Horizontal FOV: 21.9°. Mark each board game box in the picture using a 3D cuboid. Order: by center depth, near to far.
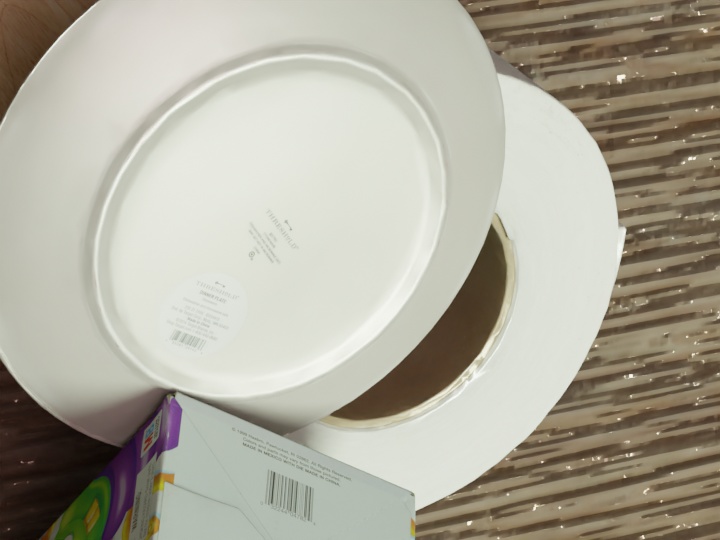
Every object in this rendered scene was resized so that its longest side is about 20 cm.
[{"bbox_3d":[-0.078,0.153,0.682,0.105,0.103,0.200,25,132,-22],"label":"board game box"}]

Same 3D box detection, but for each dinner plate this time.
[{"bbox_3d":[-0.033,-0.018,0.635,0.200,0.024,0.200,-14,124,-21],"label":"dinner plate"}]

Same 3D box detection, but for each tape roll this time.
[{"bbox_3d":[0.000,0.000,0.724,0.202,0.071,0.203,-14,124,-23],"label":"tape roll"}]

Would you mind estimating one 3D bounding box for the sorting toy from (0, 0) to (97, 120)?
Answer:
[{"bbox_3d":[-0.176,-0.122,0.671,0.199,0.070,0.200,-37,110,-11],"label":"sorting toy"}]
